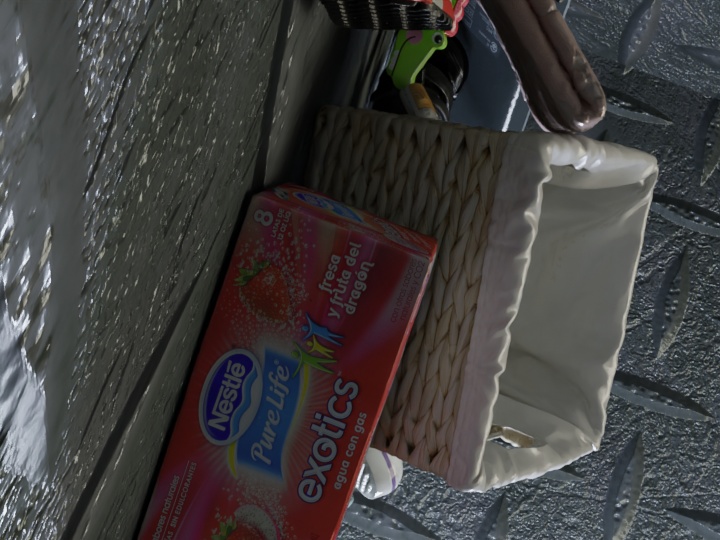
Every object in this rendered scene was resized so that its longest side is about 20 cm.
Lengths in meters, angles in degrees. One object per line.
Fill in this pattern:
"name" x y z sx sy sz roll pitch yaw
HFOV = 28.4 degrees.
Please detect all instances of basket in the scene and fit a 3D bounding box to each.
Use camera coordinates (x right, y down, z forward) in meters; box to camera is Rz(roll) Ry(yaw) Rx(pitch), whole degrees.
"basket" 0.064 0.006 0.865 0.197 0.159 0.203 -2 106 -60

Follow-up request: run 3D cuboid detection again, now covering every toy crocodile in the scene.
"toy crocodile" 0.066 -0.224 1.027 0.068 0.061 0.203 -25 135 -85

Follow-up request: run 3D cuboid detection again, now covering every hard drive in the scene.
"hard drive" 0.101 -0.206 1.176 0.033 0.140 0.201 -23 148 -30

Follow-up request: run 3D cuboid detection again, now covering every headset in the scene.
"headset" 0.061 -0.146 1.146 0.124 0.093 0.202 -65 163 -54

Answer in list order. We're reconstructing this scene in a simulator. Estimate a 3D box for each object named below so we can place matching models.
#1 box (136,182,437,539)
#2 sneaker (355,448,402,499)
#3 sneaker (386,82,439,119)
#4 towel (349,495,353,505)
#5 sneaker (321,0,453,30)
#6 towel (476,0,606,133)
"box" -0.036 0.066 0.733 0.103 0.093 0.203 -49 159 -80
"sneaker" 0.021 0.076 1.026 0.201 0.113 0.073 -117 -168 -55
"sneaker" 0.024 -0.064 1.069 0.201 0.086 0.076 86 -15 -66
"towel" -0.075 0.213 1.020 0.172 0.048 0.200 -49 173 -4
"sneaker" 0.012 -0.161 0.590 0.200 0.069 0.095 26 66 -85
"towel" 0.084 -0.167 0.854 0.032 0.193 0.200 -30 -178 6
